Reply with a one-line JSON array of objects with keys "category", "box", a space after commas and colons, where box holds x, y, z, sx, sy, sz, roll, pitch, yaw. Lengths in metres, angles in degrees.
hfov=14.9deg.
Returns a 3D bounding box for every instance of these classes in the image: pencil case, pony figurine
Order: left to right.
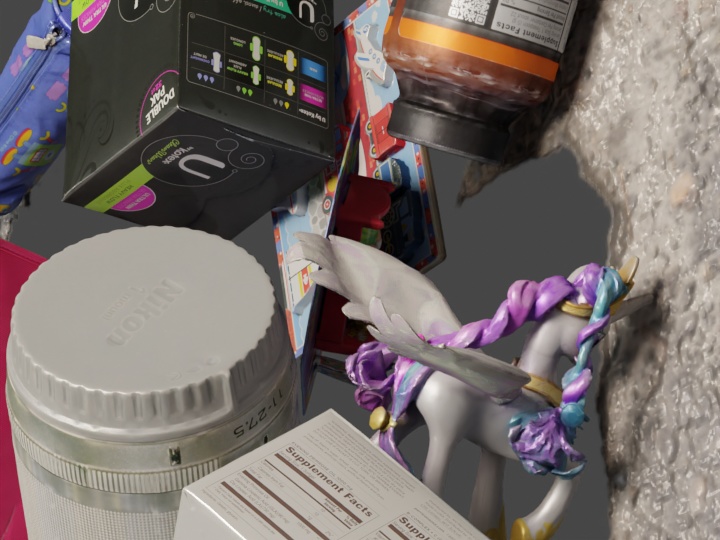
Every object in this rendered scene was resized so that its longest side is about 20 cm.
[{"category": "pencil case", "box": [-0.236, -0.127, 2.004, 0.078, 0.087, 0.200, 53, 125, 16]}, {"category": "pony figurine", "box": [0.052, 0.067, 1.495, 0.167, 0.192, 0.201, 47, 119, 58]}]

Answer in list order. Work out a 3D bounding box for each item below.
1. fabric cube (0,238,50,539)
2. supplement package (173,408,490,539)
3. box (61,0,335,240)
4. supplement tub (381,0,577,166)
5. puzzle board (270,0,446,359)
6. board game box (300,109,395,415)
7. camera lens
[{"category": "fabric cube", "box": [-0.254, 0.085, 1.851, 0.196, 0.200, 0.200, 15, 82, 53]}, {"category": "supplement package", "box": [-0.018, 0.206, 1.433, 0.156, 0.111, 0.200, 38, 134, 28]}, {"category": "box", "box": [-0.104, -0.142, 1.786, 0.148, 0.124, 0.201, -34, 48, 47]}, {"category": "supplement tub", "box": [0.075, -0.166, 1.602, 0.107, 0.107, 0.201, 21, 95, 52]}, {"category": "puzzle board", "box": [-0.013, -0.063, 1.756, 0.151, 0.017, 0.201, -35, 53, 41]}, {"category": "board game box", "box": [0.000, 0.000, 1.624, 0.200, 0.039, 0.159, 93, -171, -74]}, {"category": "camera lens", "box": [-0.112, 0.097, 1.528, 0.160, 0.159, 0.201, 51, 153, 46]}]
